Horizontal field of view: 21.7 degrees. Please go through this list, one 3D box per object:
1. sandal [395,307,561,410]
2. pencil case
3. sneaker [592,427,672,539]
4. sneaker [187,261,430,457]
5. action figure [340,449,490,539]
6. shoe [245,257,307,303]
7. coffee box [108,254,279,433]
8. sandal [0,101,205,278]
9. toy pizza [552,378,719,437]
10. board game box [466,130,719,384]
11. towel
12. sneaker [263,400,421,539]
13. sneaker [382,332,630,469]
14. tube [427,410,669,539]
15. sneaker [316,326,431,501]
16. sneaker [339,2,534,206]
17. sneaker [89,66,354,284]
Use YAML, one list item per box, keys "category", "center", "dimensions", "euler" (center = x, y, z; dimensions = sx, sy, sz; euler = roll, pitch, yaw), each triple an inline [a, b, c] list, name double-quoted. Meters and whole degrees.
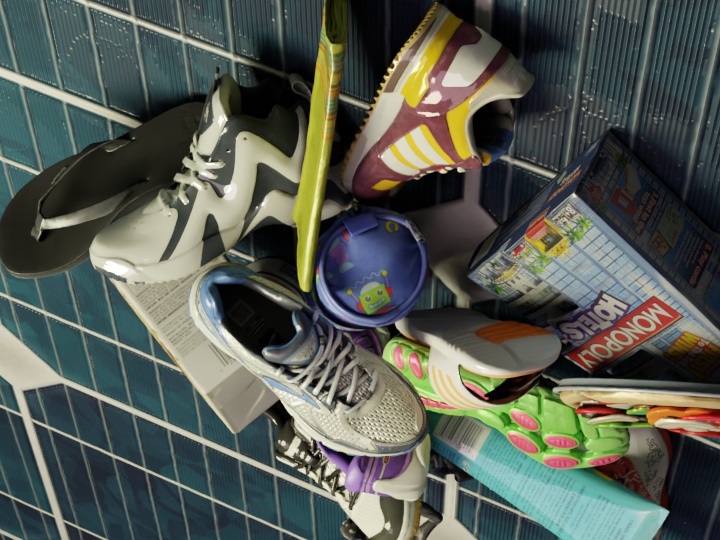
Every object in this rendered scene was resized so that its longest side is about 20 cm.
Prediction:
- category: "sandal"
  center: [0.083, 0.067, 1.342]
  dimensions: [0.079, 0.059, 0.207]
  euler: [-5, -171, -17]
- category: "pencil case"
  center: [0.000, 0.000, 1.347]
  dimensions: [0.078, 0.087, 0.200]
  euler: [-12, 177, -6]
- category: "sneaker"
  center: [0.199, 0.187, 1.485]
  dimensions: [0.067, 0.108, 0.202]
  euler: [15, 146, 25]
- category: "sneaker"
  center: [-0.039, 0.065, 1.320]
  dimensions: [0.200, 0.077, 0.085]
  euler: [33, 171, 2]
- category: "action figure"
  center: [0.055, 0.160, 1.581]
  dimensions: [0.119, 0.102, 0.200]
  euler: [38, 120, 33]
- category: "shoe"
  center: [-0.120, 0.057, 1.584]
  dimensions: [0.071, 0.091, 0.200]
  euler: [40, 149, -17]
- category: "coffee box"
  center: [-0.136, 0.015, 1.448]
  dimensions: [0.200, 0.080, 0.113]
  euler: [50, 173, 21]
- category: "sandal"
  center: [-0.191, -0.066, 1.395]
  dimensions: [0.076, 0.200, 0.043]
  euler: [60, -172, 19]
- category: "toy pizza"
  center: [0.232, 0.097, 1.297]
  dimensions: [0.200, 0.032, 0.200]
  euler: [4, 175, 0]
- category: "board game box"
  center: [0.191, 0.021, 1.291]
  dimensions: [0.200, 0.062, 0.200]
  euler: [35, 150, -6]
- category: "towel"
  center: [-0.029, -0.089, 1.237]
  dimensions: [0.018, 0.086, 0.200]
  euler: [6, 128, -4]
- category: "sneaker"
  center: [-0.026, 0.155, 1.533]
  dimensions: [0.200, 0.087, 0.076]
  euler: [51, 127, 42]
- category: "sneaker"
  center: [0.117, 0.084, 1.429]
  dimensions: [0.200, 0.084, 0.077]
  euler: [25, 137, 12]
- category: "tube"
  center: [0.137, 0.161, 1.454]
  dimensions: [0.200, 0.050, 0.078]
  euler: [33, 126, 16]
- category: "sneaker"
  center: [-0.008, 0.100, 1.481]
  dimensions: [0.083, 0.200, 0.081]
  euler: [3, 123, -23]
- category: "sneaker"
  center: [0.050, -0.087, 1.239]
  dimensions: [0.090, 0.075, 0.200]
  euler: [33, 151, 5]
- category: "sneaker"
  center: [-0.110, -0.077, 1.326]
  dimensions: [0.199, 0.080, 0.130]
  euler: [-17, 123, 2]
